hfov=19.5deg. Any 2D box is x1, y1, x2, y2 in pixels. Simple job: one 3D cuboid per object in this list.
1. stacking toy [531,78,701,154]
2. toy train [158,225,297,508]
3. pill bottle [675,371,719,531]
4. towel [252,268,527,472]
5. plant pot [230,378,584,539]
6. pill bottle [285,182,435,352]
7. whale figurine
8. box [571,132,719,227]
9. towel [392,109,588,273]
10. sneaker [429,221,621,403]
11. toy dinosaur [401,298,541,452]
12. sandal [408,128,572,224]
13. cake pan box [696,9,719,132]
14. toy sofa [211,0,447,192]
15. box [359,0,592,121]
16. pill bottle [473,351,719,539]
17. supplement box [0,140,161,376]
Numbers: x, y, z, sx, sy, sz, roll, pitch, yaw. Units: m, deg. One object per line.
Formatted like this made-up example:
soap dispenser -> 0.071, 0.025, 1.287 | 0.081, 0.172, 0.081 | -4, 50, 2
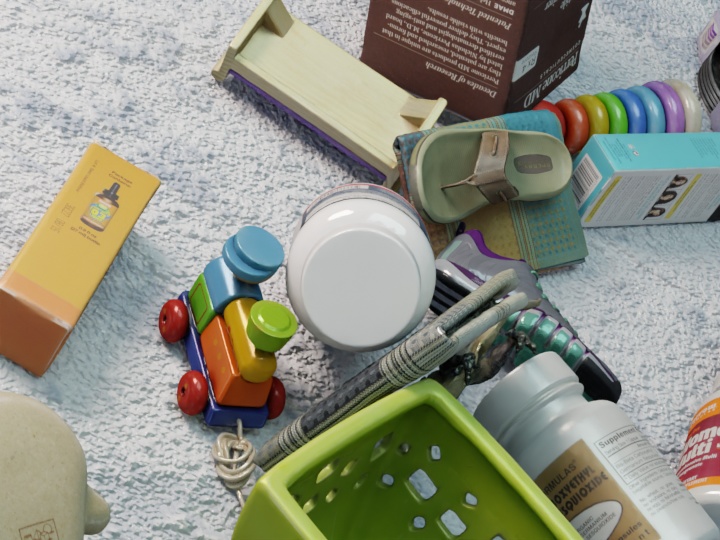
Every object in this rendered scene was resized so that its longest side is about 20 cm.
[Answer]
stacking toy -> 0.232, -0.144, 2.046 | 0.199, 0.086, 0.086 | -3, 52, -29
toy train -> -0.082, 0.072, 1.589 | 0.084, 0.116, 0.201 | 5, 48, -29
pill bottle -> 0.325, 0.167, 1.773 | 0.109, 0.110, 0.200 | 31, 40, -3
towel -> 0.028, 0.077, 1.572 | 0.035, 0.192, 0.200 | 54, 25, 1
plant pot -> 0.018, 0.228, 1.454 | 0.200, 0.182, 0.199 | 47, 41, 16
pill bottle -> 0.000, 0.000, 1.648 | 0.119, 0.120, 0.200 | 30, 8, -4
whale figurine -> -0.242, 0.184, 1.408 | 0.158, 0.103, 0.201 | -16, 85, -43
box -> 0.289, -0.089, 2.020 | 0.199, 0.082, 0.049 | -3, 52, -36
towel -> 0.117, -0.063, 1.876 | 0.199, 0.022, 0.148 | -12, 91, -40
sneaker -> 0.151, 0.035, 1.799 | 0.199, 0.074, 0.088 | 36, 53, -3
toy dinosaur -> 0.091, 0.074, 1.678 | 0.048, 0.088, 0.200 | 48, 67, -4
sandal -> 0.119, -0.092, 1.831 | 0.200, 0.057, 0.080 | -14, 92, -39
cake pan box -> 0.457, -0.178, 2.245 | 0.199, 0.052, 0.185 | 18, 41, -19
toy sofa -> -0.030, -0.155, 1.887 | 0.199, 0.098, 0.083 | 34, 63, -1
box -> 0.118, -0.271, 1.963 | 0.163, 0.201, 0.166 | 26, 40, 20
pill bottle -> 0.183, 0.168, 1.673 | 0.114, 0.115, 0.200 | -18, 62, -43
supplement box -> -0.224, -0.012, 1.618 | 0.066, 0.069, 0.200 | 31, 42, -5
